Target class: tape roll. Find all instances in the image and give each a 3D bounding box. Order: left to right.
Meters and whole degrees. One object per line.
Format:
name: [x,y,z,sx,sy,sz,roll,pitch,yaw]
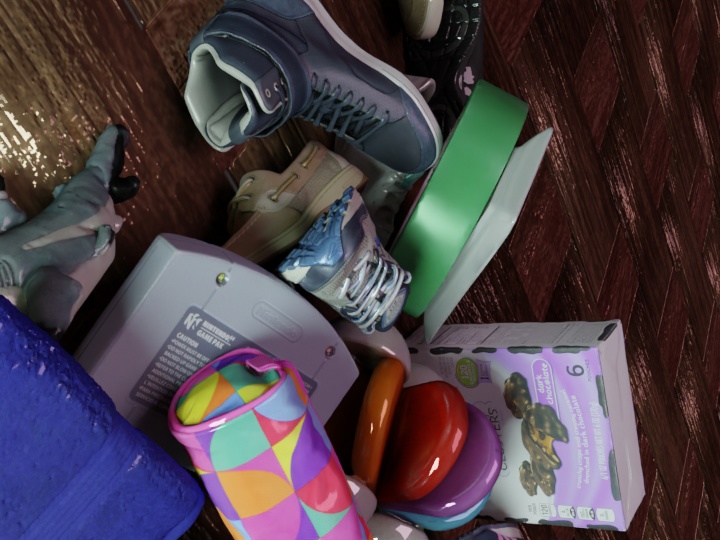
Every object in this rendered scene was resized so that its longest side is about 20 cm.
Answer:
tape roll: [0.073,-0.059,0.855,0.201,0.048,0.200,-62,-179,2]

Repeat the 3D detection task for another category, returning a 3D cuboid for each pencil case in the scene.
pencil case: [-0.041,0.144,0.623,0.089,0.088,0.201,-54,127,-45]

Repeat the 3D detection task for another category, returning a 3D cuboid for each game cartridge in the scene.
game cartridge: [-0.087,0.062,0.654,0.133,0.041,0.200,-52,137,-1]

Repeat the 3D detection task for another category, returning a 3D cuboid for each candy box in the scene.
candy box: [0.140,0.136,0.914,0.071,0.199,0.169,-31,113,-55]

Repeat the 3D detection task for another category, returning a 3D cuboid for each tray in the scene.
tray: [0.095,-0.027,0.830,0.108,0.022,0.200,-62,180,-34]

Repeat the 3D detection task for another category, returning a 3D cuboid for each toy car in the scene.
toy car: [0.034,0.138,0.792,0.200,0.149,0.176,48,48,-45]

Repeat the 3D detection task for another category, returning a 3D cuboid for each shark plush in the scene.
shark plush: [-0.174,-0.024,0.557,0.083,0.091,0.201,36,57,-13]

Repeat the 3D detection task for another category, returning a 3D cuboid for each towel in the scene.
towel: [-0.178,0.117,0.507,0.148,0.049,0.200,-50,139,-19]

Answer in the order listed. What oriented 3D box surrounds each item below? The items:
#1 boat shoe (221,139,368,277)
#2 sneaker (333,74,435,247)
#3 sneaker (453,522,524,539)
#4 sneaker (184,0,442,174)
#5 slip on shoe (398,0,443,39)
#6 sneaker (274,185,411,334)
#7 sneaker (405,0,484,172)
boat shoe: [-0.067,-0.036,0.736,0.065,0.072,0.200,42,43,2]
sneaker: [0.019,-0.077,0.847,0.075,0.088,0.202,34,59,-53]
sneaker: [0.110,0.263,0.857,0.200,0.070,0.082,15,39,-59]
sneaker: [-0.035,-0.112,0.732,0.202,0.077,0.147,41,43,-14]
slip on shoe: [0.033,-0.311,0.924,0.060,0.076,0.202,-11,109,-18]
sneaker: [0.000,0.000,0.710,0.077,0.085,0.200,-49,177,1]
sneaker: [0.089,-0.188,1.001,0.091,0.075,0.202,12,83,-67]
